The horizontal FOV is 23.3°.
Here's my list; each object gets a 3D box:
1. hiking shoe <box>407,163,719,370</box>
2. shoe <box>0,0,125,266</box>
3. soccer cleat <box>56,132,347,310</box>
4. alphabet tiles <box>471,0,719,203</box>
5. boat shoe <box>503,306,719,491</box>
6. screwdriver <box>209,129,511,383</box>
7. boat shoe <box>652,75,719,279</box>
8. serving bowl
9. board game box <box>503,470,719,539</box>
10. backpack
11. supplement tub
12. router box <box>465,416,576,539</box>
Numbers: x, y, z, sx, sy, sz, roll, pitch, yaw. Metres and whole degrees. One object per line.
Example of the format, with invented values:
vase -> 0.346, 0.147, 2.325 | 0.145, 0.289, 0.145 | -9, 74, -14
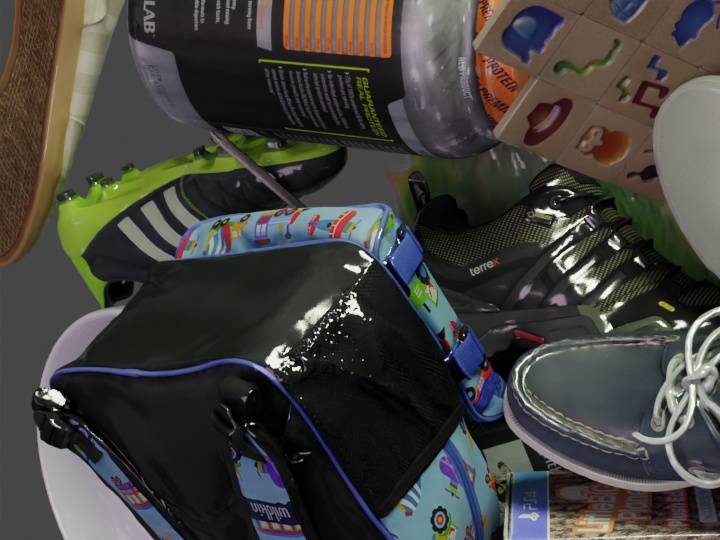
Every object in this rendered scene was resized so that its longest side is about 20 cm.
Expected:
hiking shoe -> 0.110, -0.002, 0.805 | 0.199, 0.076, 0.101 | 5, 84, 13
shoe -> -0.171, -0.092, 0.965 | 0.070, 0.053, 0.201 | 36, 119, 30
soccer cleat -> -0.078, -0.028, 0.926 | 0.199, 0.067, 0.081 | -13, 106, 38
alphabet tiles -> 0.148, -0.117, 0.723 | 0.200, 0.167, 0.008 | -55, 34, 28
boat shoe -> 0.153, 0.058, 0.705 | 0.199, 0.062, 0.075 | 13, 69, 19
screwdriver -> 0.000, 0.000, 0.860 | 0.200, 0.028, 0.029 | 36, 98, -10
boat shoe -> 0.206, -0.006, 0.752 | 0.201, 0.071, 0.070 | 47, 120, 3
serving bowl -> -0.090, 0.109, 0.950 | 0.200, 0.066, 0.201 | 18, 118, 40
board game box -> 0.165, 0.175, 0.764 | 0.199, 0.097, 0.160 | -2, 100, 6
backpack -> -0.016, 0.086, 0.779 | 0.182, 0.135, 0.200 | -7, 125, 49
supplement tub -> 0.002, -0.118, 0.815 | 0.199, 0.122, 0.123 | 10, 107, 28
router box -> 0.082, 0.169, 0.873 | 0.149, 0.051, 0.201 | -20, 98, 32
